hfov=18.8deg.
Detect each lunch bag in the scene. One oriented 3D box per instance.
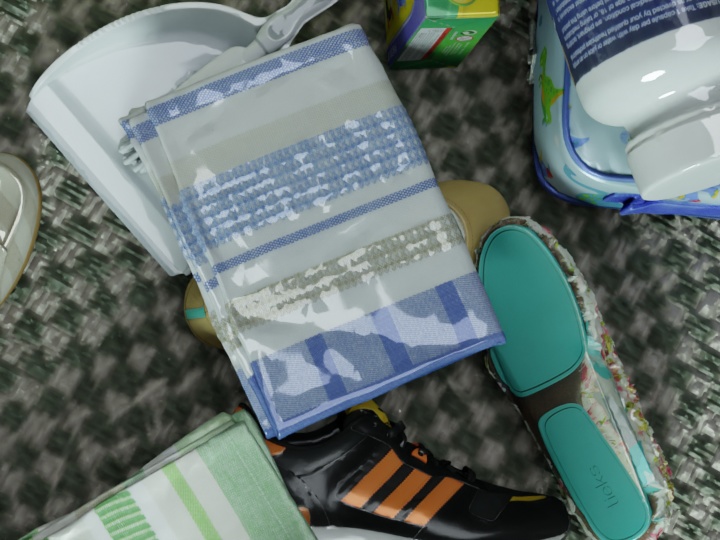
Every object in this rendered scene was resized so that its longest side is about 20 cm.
[{"bbox_3d":[0.197,-0.108,1.254,0.199,0.082,0.162,3,78,-11],"label":"lunch bag"}]

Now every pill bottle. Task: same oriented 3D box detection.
[{"bbox_3d":[0.156,-0.145,1.154,0.110,0.111,0.201,-15,80,-13],"label":"pill bottle"}]

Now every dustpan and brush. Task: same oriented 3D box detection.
[{"bbox_3d":[-0.070,-0.112,1.215,0.200,0.057,0.140,-42,90,-14],"label":"dustpan and brush"}]

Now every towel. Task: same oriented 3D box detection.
[{"bbox_3d":[-0.026,-0.024,1.167,0.146,0.024,0.201,-23,79,-11],"label":"towel"},{"bbox_3d":[-0.109,0.185,1.150,0.199,0.023,0.153,-30,89,5],"label":"towel"}]

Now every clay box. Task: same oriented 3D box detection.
[{"bbox_3d":[0.038,-0.225,1.226,0.047,0.115,0.201,-3,81,-10],"label":"clay box"}]

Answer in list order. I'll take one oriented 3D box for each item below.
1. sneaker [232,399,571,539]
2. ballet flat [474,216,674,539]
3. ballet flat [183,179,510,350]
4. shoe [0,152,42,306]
[{"bbox_3d":[0.020,0.112,1.188,0.199,0.070,0.091,2,90,-8],"label":"sneaker"},{"bbox_3d":[0.119,0.064,1.225,0.075,0.064,0.201,-21,89,23],"label":"ballet flat"},{"bbox_3d":[0.000,0.000,1.210,0.199,0.063,0.069,-21,92,-13],"label":"ballet flat"},{"bbox_3d":[-0.237,0.019,1.167,0.070,0.053,0.201,36,77,-4],"label":"shoe"}]
